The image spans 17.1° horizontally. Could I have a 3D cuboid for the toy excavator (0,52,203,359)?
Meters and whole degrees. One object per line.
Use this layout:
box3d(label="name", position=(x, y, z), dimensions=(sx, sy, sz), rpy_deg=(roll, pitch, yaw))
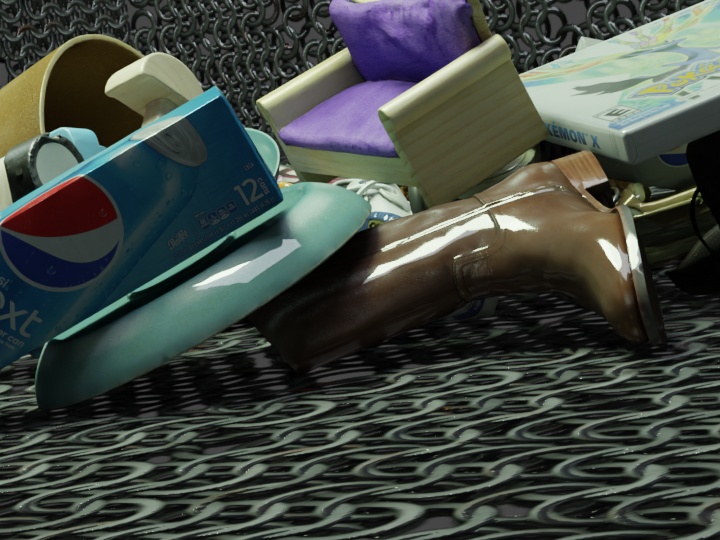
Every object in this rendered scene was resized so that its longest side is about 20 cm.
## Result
box3d(label="toy excavator", position=(-0.159, -0.040, 1.432), dimensions=(0.100, 0.195, 0.200), rpy_deg=(-23, -16, 34))

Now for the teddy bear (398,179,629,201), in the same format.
box3d(label="teddy bear", position=(0.104, -0.060, 1.699), dimensions=(0.200, 0.067, 0.145), rpy_deg=(7, -18, 7))

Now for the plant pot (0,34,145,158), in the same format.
box3d(label="plant pot", position=(-0.233, -0.042, 1.659), dimensions=(0.200, 0.187, 0.186), rpy_deg=(-21, -1, 29))

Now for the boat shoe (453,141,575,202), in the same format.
box3d(label="boat shoe", position=(0.094, -0.065, 1.402), dimensions=(0.072, 0.068, 0.200), rpy_deg=(-16, 22, 20))

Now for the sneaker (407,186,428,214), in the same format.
box3d(label="sneaker", position=(0.094, -0.047, 1.559), dimensions=(0.099, 0.071, 0.200), rpy_deg=(-12, -10, 22))

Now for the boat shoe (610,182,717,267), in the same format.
box3d(label="boat shoe", position=(0.195, -0.040, 1.460), dimensions=(0.200, 0.063, 0.073), rpy_deg=(-9, 6, 17))

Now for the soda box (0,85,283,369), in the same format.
box3d(label="soda box", position=(-0.140, -0.014, 1.193), dimensions=(0.200, 0.064, 0.068), rpy_deg=(-31, 10, -1))

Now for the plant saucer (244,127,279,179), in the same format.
box3d(label="plant saucer", position=(-0.147, -0.039, 1.776), dimensions=(0.200, 0.027, 0.200), rpy_deg=(-19, 29, 11))

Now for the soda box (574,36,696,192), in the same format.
box3d(label="soda box", position=(0.225, -0.089, 1.511), dimensions=(0.200, 0.068, 0.063), rpy_deg=(9, 30, -18))

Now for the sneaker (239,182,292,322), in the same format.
box3d(label="sneaker", position=(-0.060, -0.006, 1.512), dimensions=(0.112, 0.073, 0.200), rpy_deg=(0, 18, 38))

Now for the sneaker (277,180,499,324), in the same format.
box3d(label="sneaker", position=(0.000, 0.000, 1.365), dimensions=(0.088, 0.075, 0.200), rpy_deg=(15, 3, -35))

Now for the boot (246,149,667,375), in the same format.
box3d(label="boot", position=(0.041, 0.017, 1.183), dimensions=(0.200, 0.064, 0.186), rpy_deg=(-18, 22, 0))

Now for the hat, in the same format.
box3d(label="hat", position=(0.235, -0.065, 1.317), dimensions=(0.200, 0.081, 0.201), rpy_deg=(-29, 5, 3))

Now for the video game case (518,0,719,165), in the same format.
box3d(label="video game case", position=(0.187, -0.113, 1.318), dimensions=(0.200, 0.022, 0.182), rpy_deg=(-23, 18, -17))

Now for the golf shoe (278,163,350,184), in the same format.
box3d(label="golf shoe", position=(-0.056, -0.042, 1.809), dimensions=(0.200, 0.077, 0.088), rpy_deg=(-11, 18, 13))

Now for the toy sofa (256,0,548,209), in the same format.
box3d(label="toy sofa", position=(0.013, -0.099, 1.343), dimensions=(0.083, 0.098, 0.200), rpy_deg=(-33, 17, -16))

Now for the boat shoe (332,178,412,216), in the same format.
box3d(label="boat shoe", position=(0.009, -0.032, 1.626), dimensions=(0.072, 0.069, 0.200), rpy_deg=(-8, 7, -2))

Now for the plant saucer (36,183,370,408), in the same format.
box3d(label="plant saucer", position=(-0.087, 0.006, 1.241), dimensions=(0.200, 0.027, 0.200), rpy_deg=(-29, 10, 6))
